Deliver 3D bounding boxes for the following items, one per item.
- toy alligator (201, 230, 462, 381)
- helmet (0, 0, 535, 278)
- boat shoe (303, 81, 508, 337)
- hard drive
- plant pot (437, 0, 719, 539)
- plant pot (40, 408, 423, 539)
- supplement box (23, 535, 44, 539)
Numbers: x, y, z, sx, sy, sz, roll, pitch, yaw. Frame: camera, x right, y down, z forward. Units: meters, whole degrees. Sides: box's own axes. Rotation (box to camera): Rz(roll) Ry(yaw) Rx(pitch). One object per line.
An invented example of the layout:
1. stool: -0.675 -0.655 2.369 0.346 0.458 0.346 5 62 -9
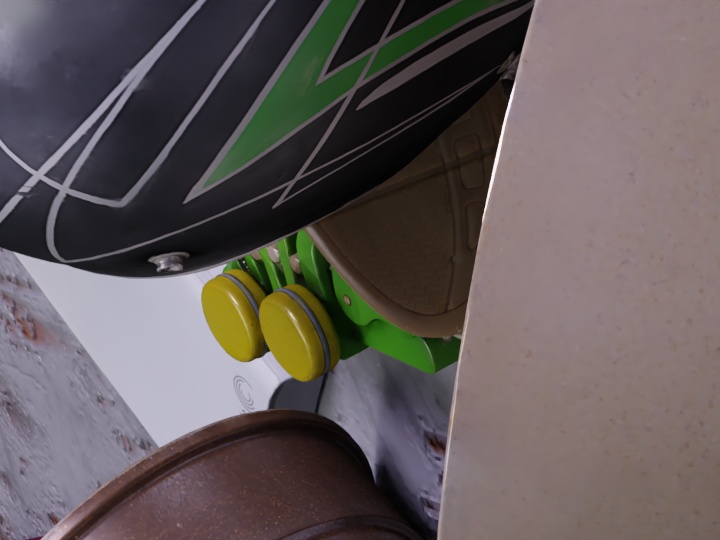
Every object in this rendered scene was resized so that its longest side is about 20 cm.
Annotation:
1. toy alligator: 0.000 0.000 0.854 0.200 0.059 0.054 13 126 58
2. helmet: -0.046 -0.100 0.661 0.200 0.191 0.200 27 132 35
3. boat shoe: -0.009 -0.073 0.805 0.200 0.072 0.072 59 -175 4
4. hard drive: -0.089 0.000 1.060 0.200 0.027 0.132 50 153 22
5. plant pot: 0.105 0.007 0.556 0.134 0.200 0.200 11 135 13
6. plant pot: -0.008 0.183 0.906 0.198 0.200 0.200 39 147 31
7. supplement box: -0.186 0.202 1.320 0.103 0.131 0.200 63 154 -3
